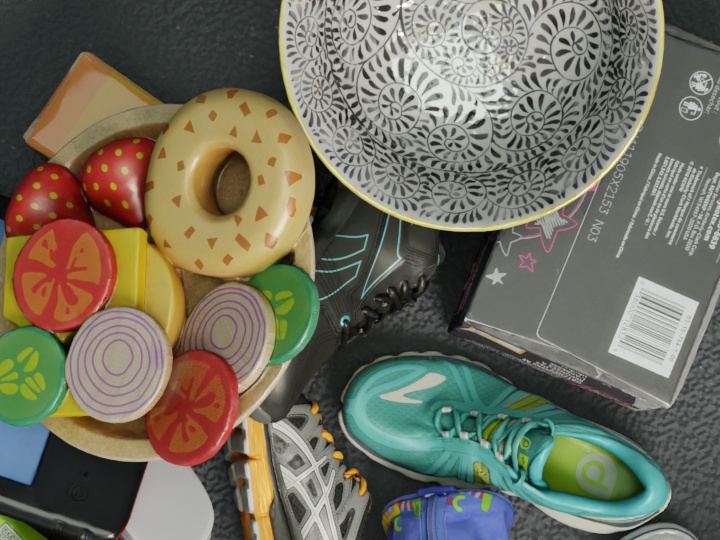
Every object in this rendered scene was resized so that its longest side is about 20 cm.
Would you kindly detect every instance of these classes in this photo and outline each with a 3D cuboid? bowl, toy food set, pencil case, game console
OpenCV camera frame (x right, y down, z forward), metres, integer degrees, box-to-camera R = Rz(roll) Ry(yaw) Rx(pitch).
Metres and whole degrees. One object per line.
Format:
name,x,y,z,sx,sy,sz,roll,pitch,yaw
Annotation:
bowl,0.060,-0.129,1.096,0.199,0.094,0.202,1,102,6
toy food set,-0.112,0.006,1.086,0.199,0.049,0.199,-4,77,21
pencil case,0.054,0.213,1.131,0.077,0.087,0.201,-8,53,6
game console,-0.202,0.044,1.137,0.199,0.031,0.178,19,58,-5

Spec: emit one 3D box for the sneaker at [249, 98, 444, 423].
sneaker,0.000,0.000,1.131,0.079,0.075,0.201,28,75,-3

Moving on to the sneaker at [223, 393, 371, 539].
sneaker,-0.034,0.124,1.188,0.077,0.078,0.201,-10,90,-12

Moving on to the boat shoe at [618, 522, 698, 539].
boat shoe,0.129,0.228,1.170,0.075,0.086,0.202,43,85,3

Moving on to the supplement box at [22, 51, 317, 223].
supplement box,-0.096,-0.043,1.203,0.199,0.069,0.067,35,85,4

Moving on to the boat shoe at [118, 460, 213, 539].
boat shoe,-0.149,0.091,1.186,0.071,0.068,0.201,-23,68,-29

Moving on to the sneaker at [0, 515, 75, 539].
sneaker,-0.162,0.196,1.165,0.200,0.089,0.079,38,86,3

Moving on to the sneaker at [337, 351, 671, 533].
sneaker,0.085,0.096,1.186,0.199,0.080,0.078,16,84,1

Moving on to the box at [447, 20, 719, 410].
box,0.149,-0.034,1.183,0.131,0.115,0.201,23,85,0
